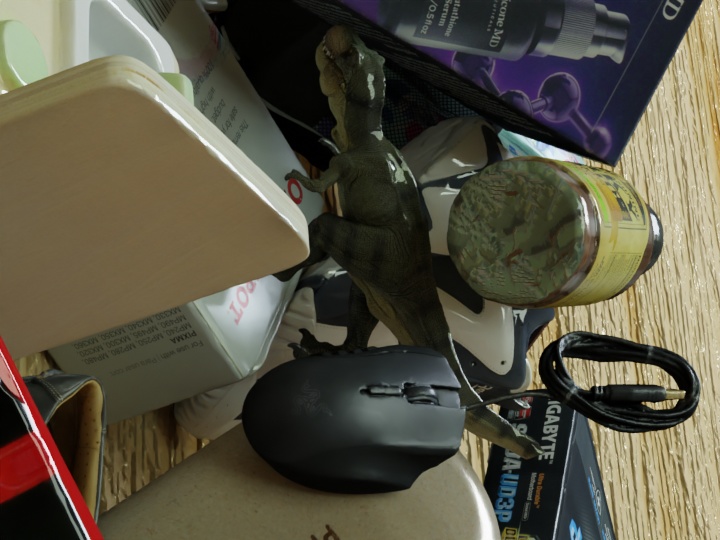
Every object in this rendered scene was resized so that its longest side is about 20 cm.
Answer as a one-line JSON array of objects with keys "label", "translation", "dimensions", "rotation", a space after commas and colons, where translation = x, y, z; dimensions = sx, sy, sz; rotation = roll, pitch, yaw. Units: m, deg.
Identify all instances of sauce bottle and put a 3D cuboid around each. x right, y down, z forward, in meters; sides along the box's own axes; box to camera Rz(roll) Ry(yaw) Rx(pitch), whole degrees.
[{"label": "sauce bottle", "translation": [0.093, -0.016, 1.076], "dimensions": [0.065, 0.064, 0.200], "rotation": [71, 17, 5]}]

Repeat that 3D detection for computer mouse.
[{"label": "computer mouse", "translation": [0.049, 0.052, 0.990], "dimensions": [0.199, 0.034, 0.059], "rotation": [-7, 64, -19]}]

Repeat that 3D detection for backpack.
[{"label": "backpack", "translation": [0.036, -0.093, 1.246], "dimensions": [0.200, 0.150, 0.178], "rotation": [44, 8, -28]}]

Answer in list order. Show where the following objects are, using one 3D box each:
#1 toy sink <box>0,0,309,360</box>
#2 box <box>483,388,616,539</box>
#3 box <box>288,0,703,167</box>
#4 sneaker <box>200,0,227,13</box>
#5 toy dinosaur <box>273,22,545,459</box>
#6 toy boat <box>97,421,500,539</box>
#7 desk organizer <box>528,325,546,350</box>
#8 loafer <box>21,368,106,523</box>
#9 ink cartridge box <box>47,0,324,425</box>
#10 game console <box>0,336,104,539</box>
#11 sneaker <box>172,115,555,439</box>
[{"label": "toy sink", "translation": [-0.133, -0.051, 0.866], "dimensions": [0.130, 0.199, 0.112], "rotation": [42, 36, -51]}, {"label": "box", "translation": [0.102, 0.186, 1.260], "dimensions": [0.159, 0.046, 0.201], "rotation": [-72, 152, -53]}, {"label": "box", "translation": [0.052, -0.158, 1.080], "dimensions": [0.200, 0.148, 0.104], "rotation": [27, 0, -28]}, {"label": "sneaker", "translation": [-0.081, -0.204, 1.106], "dimensions": [0.079, 0.079, 0.201], "rotation": [-101, -160, -50]}, {"label": "toy dinosaur", "translation": [0.000, 0.000, 1.033], "dimensions": [0.201, 0.088, 0.047], "rotation": [68, 23, -4]}, {"label": "toy boat", "translation": [-0.038, 0.141, 1.015], "dimensions": [0.200, 0.131, 0.131], "rotation": [-31, 76, -27]}, {"label": "desk organizer", "translation": [0.039, 0.046, 1.281], "dimensions": [0.200, 0.072, 0.077], "rotation": [-10, 82, -63]}, {"label": "loafer", "translation": [-0.129, 0.125, 0.897], "dimensions": [0.073, 0.072, 0.201], "rotation": [34, 43, -50]}, {"label": "ink cartridge box", "translation": [-0.112, -0.056, 1.053], "dimensions": [0.200, 0.083, 0.146], "rotation": [58, 28, -23]}, {"label": "game console", "translation": [-0.176, 0.103, 0.722], "dimensions": [0.177, 0.199, 0.031], "rotation": [63, -13, -4]}, {"label": "sneaker", "translation": [0.018, 0.037, 1.131], "dimensions": [0.199, 0.079, 0.130], "rotation": [-45, 107, -20]}]
